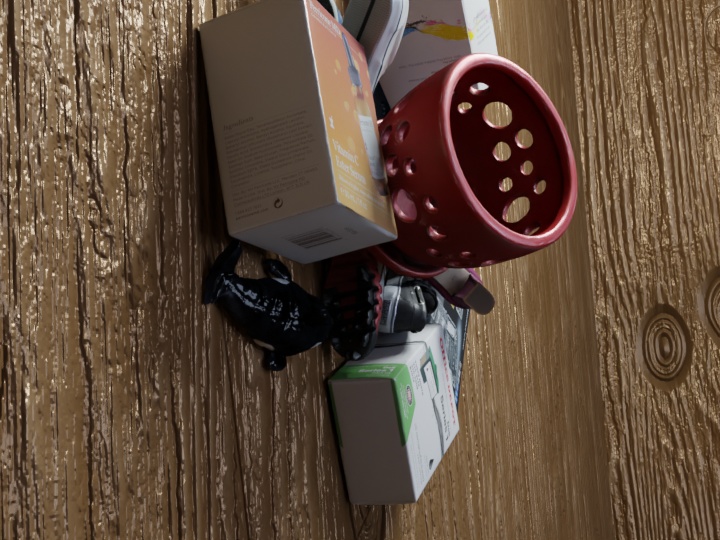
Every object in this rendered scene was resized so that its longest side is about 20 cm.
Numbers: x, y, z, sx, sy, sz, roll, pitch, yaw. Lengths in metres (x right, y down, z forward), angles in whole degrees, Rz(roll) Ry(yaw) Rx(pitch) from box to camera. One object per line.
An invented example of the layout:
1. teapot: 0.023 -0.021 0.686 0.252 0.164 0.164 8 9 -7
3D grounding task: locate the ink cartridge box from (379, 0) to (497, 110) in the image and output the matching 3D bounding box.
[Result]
1. ink cartridge box: 0.089 -0.328 1.303 0.147 0.143 0.202 -51 131 -61

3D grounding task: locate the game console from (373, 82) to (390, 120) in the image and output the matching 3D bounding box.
1. game console: 0.012 -0.145 1.215 0.201 0.031 0.178 -73 150 -46

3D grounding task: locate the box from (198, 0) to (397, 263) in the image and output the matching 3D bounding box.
1. box: -0.054 -0.125 0.900 0.152 0.105 0.202 21 57 -66

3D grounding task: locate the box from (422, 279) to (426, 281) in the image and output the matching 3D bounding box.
1. box: 0.076 -0.084 1.228 0.200 0.074 0.101 54 35 -46

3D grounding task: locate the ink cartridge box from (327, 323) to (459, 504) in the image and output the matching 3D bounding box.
1. ink cartridge box: 0.044 0.158 1.140 0.200 0.084 0.148 -38 120 -65

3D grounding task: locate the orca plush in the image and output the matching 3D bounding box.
1. orca plush: -0.064 0.027 0.915 0.200 0.070 0.106 54 36 -52

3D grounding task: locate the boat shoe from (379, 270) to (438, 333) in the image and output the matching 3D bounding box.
1. boat shoe: 0.060 0.037 1.185 0.200 0.066 0.071 -40 139 -83

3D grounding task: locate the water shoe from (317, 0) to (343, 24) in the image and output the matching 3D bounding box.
1. water shoe: -0.055 -0.263 1.050 0.200 0.071 0.079 56 11 -54

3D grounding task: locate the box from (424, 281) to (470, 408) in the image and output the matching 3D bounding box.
1. box: 0.100 0.071 1.355 0.158 0.049 0.201 63 30 -42

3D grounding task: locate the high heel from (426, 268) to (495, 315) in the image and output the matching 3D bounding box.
1. high heel: 0.079 -0.023 1.189 0.200 0.067 0.096 51 -5 -21

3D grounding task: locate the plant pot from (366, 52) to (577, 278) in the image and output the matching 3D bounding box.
1. plant pot: 0.091 -0.095 1.009 0.199 0.182 0.202 17 64 -39

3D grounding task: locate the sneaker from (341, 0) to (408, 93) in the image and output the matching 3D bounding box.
1. sneaker: -0.002 -0.203 1.020 0.071 0.073 0.201 -20 145 -60

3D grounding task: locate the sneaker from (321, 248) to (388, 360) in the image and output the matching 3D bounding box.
1. sneaker: 0.000 0.000 1.088 0.098 0.070 0.203 18 66 -64
